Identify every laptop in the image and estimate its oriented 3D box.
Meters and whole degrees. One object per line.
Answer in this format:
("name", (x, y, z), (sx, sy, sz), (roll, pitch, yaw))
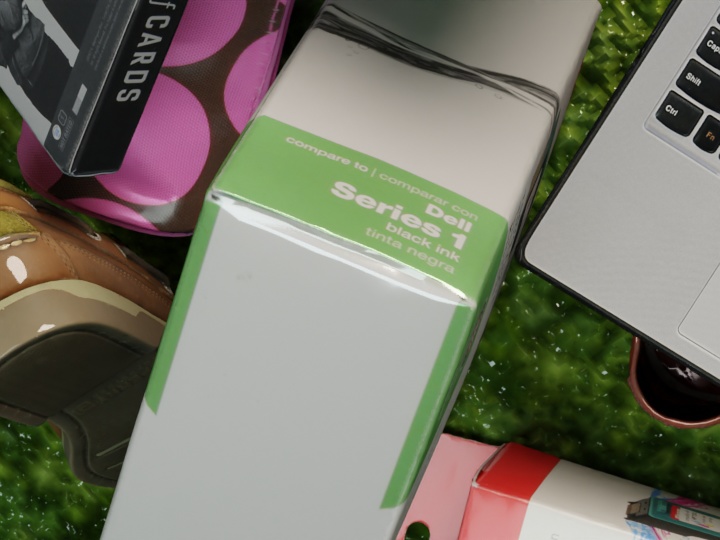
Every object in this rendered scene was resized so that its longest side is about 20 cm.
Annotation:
("laptop", (0.183, -0.029, 0.794), (0.187, 0.116, 0.200), (31, 96, -18))

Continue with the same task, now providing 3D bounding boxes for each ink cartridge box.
("ink cartridge box", (0.086, 0.136, 0.966), (0.199, 0.067, 0.117), (16, 102, 11))
("ink cartridge box", (0.000, 0.000, 0.863), (0.084, 0.200, 0.146), (22, 124, 4))

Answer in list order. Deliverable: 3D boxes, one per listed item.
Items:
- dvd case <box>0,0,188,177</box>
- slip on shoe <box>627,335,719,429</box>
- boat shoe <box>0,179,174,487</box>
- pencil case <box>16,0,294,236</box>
("dvd case", (-0.106, -0.149, 0.857), (0.200, 0.025, 0.151), (52, 132, 34))
("slip on shoe", (0.130, -0.033, 0.879), (0.074, 0.061, 0.200), (23, 122, 9))
("boat shoe", (-0.088, 0.019, 0.943), (0.072, 0.200, 0.068), (-29, 69, 2))
("pencil case", (-0.049, -0.106, 0.890), (0.093, 0.091, 0.200), (21, 125, 7))
